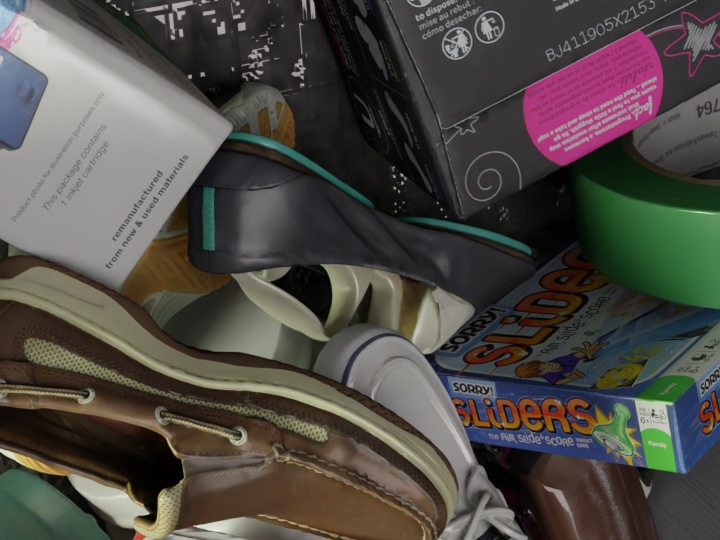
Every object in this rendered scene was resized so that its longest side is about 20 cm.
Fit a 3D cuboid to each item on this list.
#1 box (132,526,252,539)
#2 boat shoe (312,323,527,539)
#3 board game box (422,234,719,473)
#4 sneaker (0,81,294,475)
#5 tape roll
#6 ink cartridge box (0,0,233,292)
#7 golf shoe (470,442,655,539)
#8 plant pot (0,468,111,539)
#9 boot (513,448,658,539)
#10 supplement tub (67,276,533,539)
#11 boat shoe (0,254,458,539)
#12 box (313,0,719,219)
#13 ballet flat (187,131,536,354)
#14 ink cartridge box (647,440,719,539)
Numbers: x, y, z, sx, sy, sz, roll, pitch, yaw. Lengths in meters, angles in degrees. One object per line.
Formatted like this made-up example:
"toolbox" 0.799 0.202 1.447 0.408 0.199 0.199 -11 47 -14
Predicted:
"box" -0.041 0.200 0.834 0.201 0.095 0.100 73 32 -49
"boat shoe" 0.041 0.114 0.845 0.073 0.065 0.201 -36 114 -31
"board game box" 0.131 0.021 0.913 0.200 0.135 0.035 -36 121 -45
"sneaker" -0.109 -0.011 0.886 0.200 0.087 0.076 -53 144 -21
"tape roll" 0.194 -0.048 0.924 0.199 0.200 0.048 -18 115 -15
"ink cartridge box" -0.167 -0.093 0.785 0.200 0.145 0.088 34 98 -31
"golf shoe" 0.079 0.064 1.005 0.092 0.072 0.201 -50 124 -28
"plant pot" -0.159 0.172 0.881 0.134 0.200 0.201 -43 122 -22
"boot" 0.104 0.160 0.904 0.064 0.187 0.201 -12 107 17
"supplement tub" -0.024 0.112 0.928 0.145 0.145 0.200 -43 120 -2
"boat shoe" -0.063 0.072 0.768 0.201 0.075 0.075 23 142 -5
"box" 0.085 -0.137 0.892 0.199 0.115 0.133 -28 117 -12
"ballet flat" 0.000 0.000 0.866 0.199 0.073 0.073 20 102 -47
"ink cartridge box" 0.170 0.166 1.055 0.059 0.104 0.201 25 99 -28
